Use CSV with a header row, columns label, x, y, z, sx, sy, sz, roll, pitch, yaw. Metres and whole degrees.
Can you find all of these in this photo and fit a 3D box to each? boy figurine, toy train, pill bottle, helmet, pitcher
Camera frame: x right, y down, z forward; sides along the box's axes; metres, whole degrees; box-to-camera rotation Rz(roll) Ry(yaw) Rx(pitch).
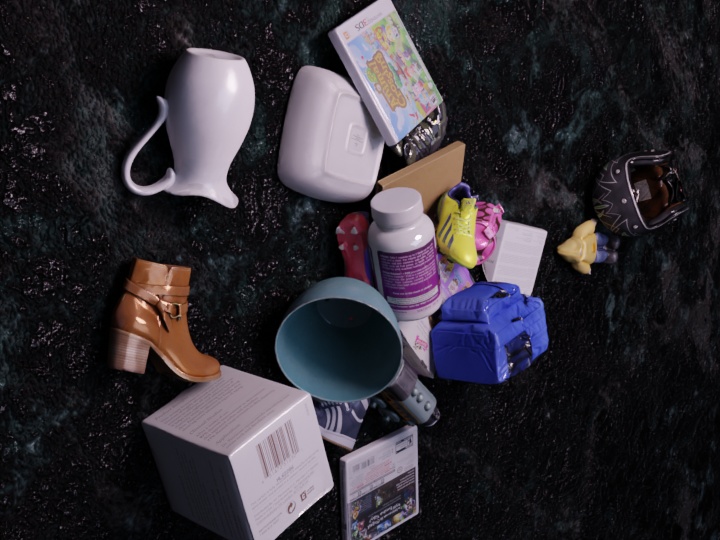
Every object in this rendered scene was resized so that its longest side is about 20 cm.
label,x,y,z,sx,sy,sz,roll,pitch,yaw
boy figurine,0.503,-0.054,2.254,0.199,0.064,0.126,0,101,-51
toy train,0.064,0.210,1.783,0.086,0.113,0.200,-58,135,-20
pill bottle,0.071,-0.028,1.654,0.112,0.112,0.202,-37,131,-37
helmet,0.604,-0.167,2.243,0.189,0.200,0.202,-19,118,-5
pitcher,-0.231,-0.194,1.373,0.170,0.121,0.202,-1,111,-33

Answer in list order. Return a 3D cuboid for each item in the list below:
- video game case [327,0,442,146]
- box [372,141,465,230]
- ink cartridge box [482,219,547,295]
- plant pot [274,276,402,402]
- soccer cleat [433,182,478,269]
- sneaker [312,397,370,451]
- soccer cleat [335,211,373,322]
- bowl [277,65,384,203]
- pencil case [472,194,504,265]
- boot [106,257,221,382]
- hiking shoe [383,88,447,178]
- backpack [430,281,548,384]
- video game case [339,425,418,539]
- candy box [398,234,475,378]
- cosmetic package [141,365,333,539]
label,x,y,z,sx,sy,sz,roll,pitch,yaw
video game case,0.045,-0.324,1.635,0.201,0.022,0.182,60,41,-15
box,0.099,-0.118,1.743,0.199,0.021,0.165,-29,139,-32
ink cartridge box,0.297,0.003,2.059,0.161,0.050,0.202,7,101,-49
plant pot,-0.030,0.088,1.620,0.135,0.198,0.202,-83,157,-57
soccer cleat,0.165,-0.078,1.689,0.064,0.201,0.084,26,119,-19
sneaker,-0.053,0.222,1.686,0.200,0.070,0.109,39,75,-53
soccer cleat,0.000,0.000,1.706,0.076,0.066,0.202,-37,126,-53
bowl,-0.029,-0.209,1.615,0.199,0.074,0.202,11,91,-50
pencil case,0.213,-0.072,1.844,0.091,0.093,0.200,64,16,-11
boot,-0.262,0.071,1.430,0.199,0.076,0.157,16,83,-41
hiking shoe,0.087,-0.225,1.738,0.100,0.075,0.203,6,95,-52
backpack,0.245,0.103,1.821,0.199,0.161,0.170,-20,111,-46
video game case,0.036,0.397,1.866,0.199,0.023,0.184,-17,111,-46
candy box,0.119,0.063,1.844,0.201,0.071,0.168,-57,135,-24
cosmetic package,-0.175,0.263,1.464,0.167,0.199,0.168,-34,122,-38
